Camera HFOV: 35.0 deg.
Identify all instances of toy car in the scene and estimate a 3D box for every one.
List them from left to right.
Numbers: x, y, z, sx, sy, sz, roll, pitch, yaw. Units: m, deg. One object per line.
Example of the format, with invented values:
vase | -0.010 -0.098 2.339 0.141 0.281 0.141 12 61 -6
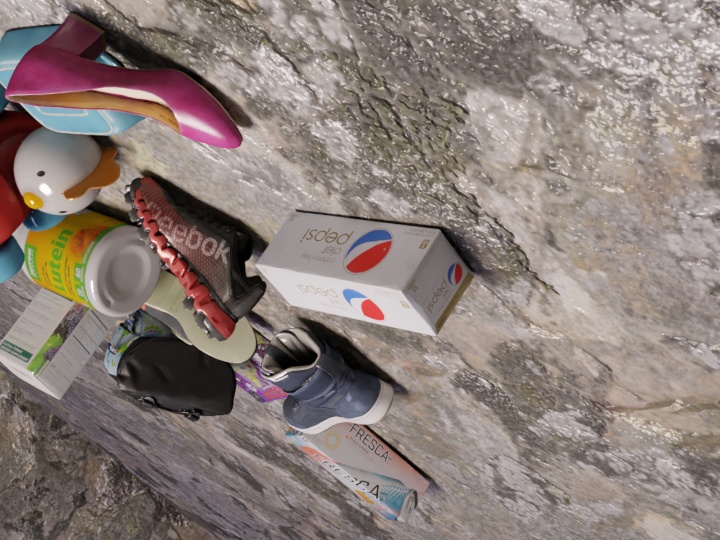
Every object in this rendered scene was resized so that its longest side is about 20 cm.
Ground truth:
toy car | -0.346 -0.095 1.203 0.198 0.178 0.185 4 135 30

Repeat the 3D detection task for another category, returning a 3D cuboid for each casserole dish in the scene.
casserole dish | -0.285 -0.176 1.097 0.199 0.039 0.121 9 148 47

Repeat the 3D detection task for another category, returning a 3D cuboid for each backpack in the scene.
backpack | -0.264 0.119 1.523 0.162 0.155 0.200 17 165 -22

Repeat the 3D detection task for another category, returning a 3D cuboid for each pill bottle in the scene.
pill bottle | -0.352 -0.022 1.415 0.199 0.112 0.111 18 154 35

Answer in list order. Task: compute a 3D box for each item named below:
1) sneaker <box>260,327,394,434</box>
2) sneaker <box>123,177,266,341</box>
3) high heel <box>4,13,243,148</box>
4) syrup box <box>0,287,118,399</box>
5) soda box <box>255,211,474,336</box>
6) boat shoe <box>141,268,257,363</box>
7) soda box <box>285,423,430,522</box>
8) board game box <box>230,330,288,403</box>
sneaker | -0.072 0.131 1.360 0.146 0.078 0.202 31 152 -25
sneaker | -0.170 -0.028 1.202 0.201 0.098 0.071 53 176 15
high heel | -0.201 -0.137 0.973 0.199 0.096 0.067 33 159 2
syrup box | -0.381 0.058 1.505 0.078 0.201 0.082 22 157 27
soda box | 0.000 0.000 1.010 0.199 0.068 0.064 9 148 48
boat shoe | -0.208 0.059 1.435 0.199 0.071 0.063 29 161 19
soda box | -0.003 0.257 1.555 0.200 0.069 0.063 41 158 -15
board game box | -0.144 0.131 1.556 0.120 0.032 0.200 35 159 -12
